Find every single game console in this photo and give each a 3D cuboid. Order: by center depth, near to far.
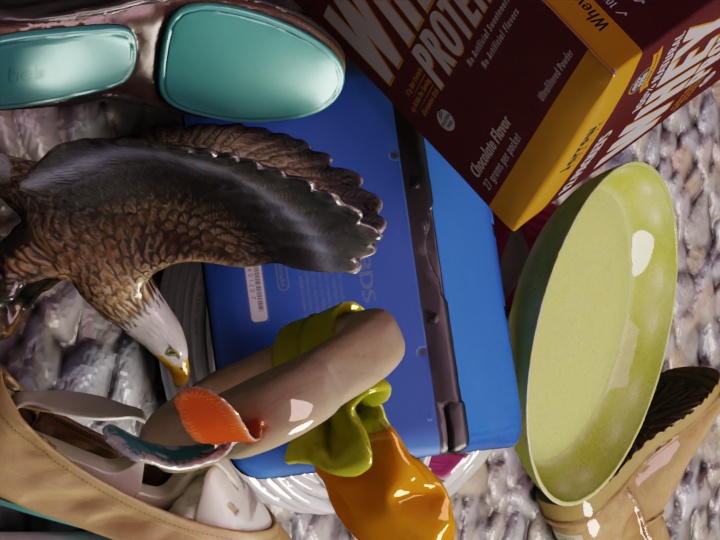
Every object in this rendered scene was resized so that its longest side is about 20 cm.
[{"bbox_3d":[0.000,0.000,1.203,0.170,0.118,0.200,-7,84,-10],"label":"game console"}]

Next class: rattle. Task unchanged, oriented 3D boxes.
[{"bbox_3d":[-0.030,0.097,1.027,0.200,0.130,0.143,-74,155,-81],"label":"rattle"}]

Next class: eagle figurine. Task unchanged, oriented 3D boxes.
[{"bbox_3d":[-0.096,-0.018,1.067,0.151,0.200,0.152,56,10,-48],"label":"eagle figurine"}]

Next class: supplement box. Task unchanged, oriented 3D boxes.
[{"bbox_3d":[0.094,-0.167,1.144,0.200,0.133,0.197,-35,76,-33],"label":"supplement box"}]

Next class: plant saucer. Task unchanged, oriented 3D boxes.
[{"bbox_3d":[0.128,0.033,1.349,0.200,0.031,0.200,-33,130,-52],"label":"plant saucer"}]

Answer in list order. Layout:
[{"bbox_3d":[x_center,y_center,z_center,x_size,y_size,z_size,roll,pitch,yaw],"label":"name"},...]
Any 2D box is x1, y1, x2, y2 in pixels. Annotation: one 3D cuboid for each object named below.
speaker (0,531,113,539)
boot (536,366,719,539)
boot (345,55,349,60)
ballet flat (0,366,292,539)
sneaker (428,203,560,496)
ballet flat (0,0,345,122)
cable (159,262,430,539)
[{"bbox_3d":[-0.163,0.160,1.084,0.200,0.081,0.081,7,87,-51],"label":"speaker"},{"bbox_3d":[0.195,0.186,1.548,0.175,0.066,0.200,-37,120,-29],"label":"boot"},{"bbox_3d":[0.065,-0.090,1.361,0.201,0.071,0.144,-32,129,-34],"label":"boot"},{"bbox_3d":[-0.099,0.102,1.107,0.200,0.069,0.063,23,105,-20],"label":"ballet flat"},{"bbox_3d":[0.076,0.060,1.372,0.200,0.081,0.088,-56,145,-19],"label":"sneaker"},{"bbox_3d":[-0.104,-0.112,1.105,0.200,0.068,0.068,1,126,-27],"label":"ballet flat"},{"bbox_3d":[-0.023,0.028,1.258,0.200,0.069,0.200,43,60,-42],"label":"cable"}]
